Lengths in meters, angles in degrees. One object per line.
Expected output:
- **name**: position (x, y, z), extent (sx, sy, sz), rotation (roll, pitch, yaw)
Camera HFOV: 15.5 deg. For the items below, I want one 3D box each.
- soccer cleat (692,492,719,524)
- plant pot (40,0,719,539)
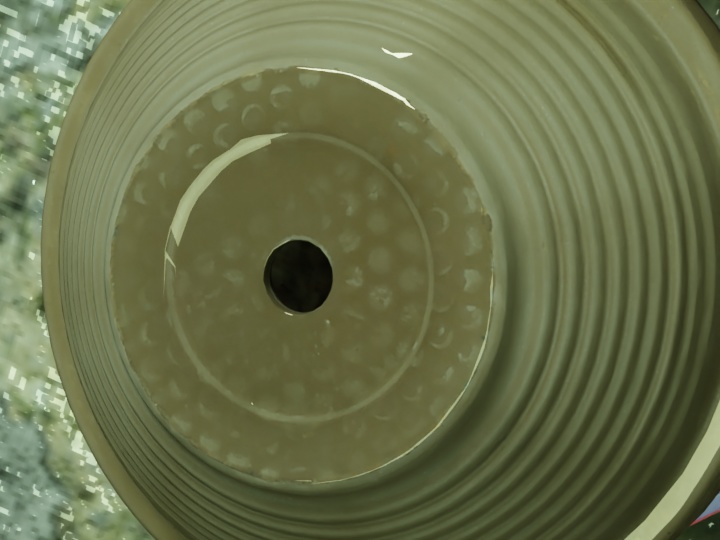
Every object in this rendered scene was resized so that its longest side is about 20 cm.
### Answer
- **soccer cleat**: position (0.037, 0.062, 0.737), extent (0.199, 0.067, 0.077), rotation (-22, 113, 24)
- **plant pot**: position (0.000, 0.000, 0.656), extent (0.199, 0.093, 0.202), rotation (2, 95, 20)
